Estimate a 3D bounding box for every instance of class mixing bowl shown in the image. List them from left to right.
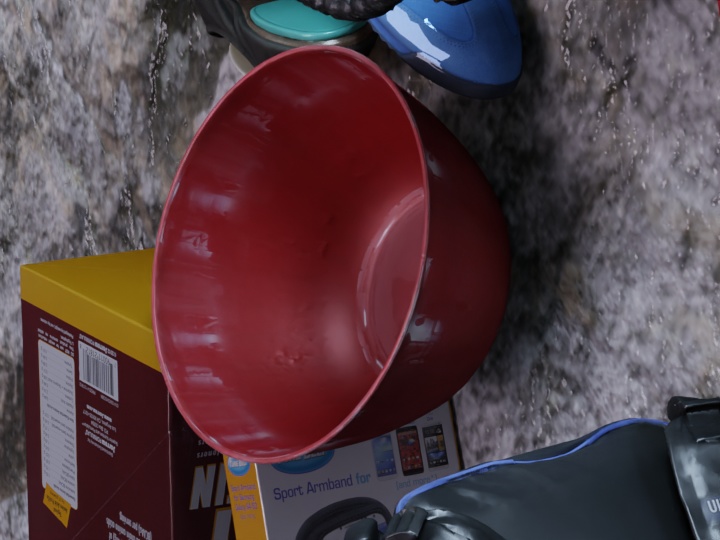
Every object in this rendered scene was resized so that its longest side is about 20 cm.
[{"bbox_3d":[0.000,0.000,1.211,0.200,0.108,0.201,-15,70,44],"label":"mixing bowl"}]

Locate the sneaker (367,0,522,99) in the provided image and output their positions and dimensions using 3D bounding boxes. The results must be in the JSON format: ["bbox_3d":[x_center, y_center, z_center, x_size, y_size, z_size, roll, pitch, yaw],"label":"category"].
[{"bbox_3d":[0.029,-0.174,1.189,0.079,0.066,0.201,-56,49,45],"label":"sneaker"}]

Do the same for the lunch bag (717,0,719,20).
[{"bbox_3d":[0.212,-0.071,0.845,0.200,0.082,0.177,29,141,44],"label":"lunch bag"}]

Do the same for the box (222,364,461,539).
[{"bbox_3d":[-0.001,0.146,1.264,0.041,0.119,0.201,-10,89,61],"label":"box"}]

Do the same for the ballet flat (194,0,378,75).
[{"bbox_3d":[-0.038,-0.125,1.328,0.200,0.068,0.069,-133,34,-60],"label":"ballet flat"}]

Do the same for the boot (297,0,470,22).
[{"bbox_3d":[0.068,-0.152,1.027,0.211,0.157,0.080,-6,93,56],"label":"boot"}]

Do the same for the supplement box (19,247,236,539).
[{"bbox_3d":[-0.090,0.105,1.396,0.197,0.132,0.201,21,115,57],"label":"supplement box"}]

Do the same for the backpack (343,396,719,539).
[{"bbox_3d":[0.101,0.175,1.036,0.191,0.199,0.154,54,146,29],"label":"backpack"}]
